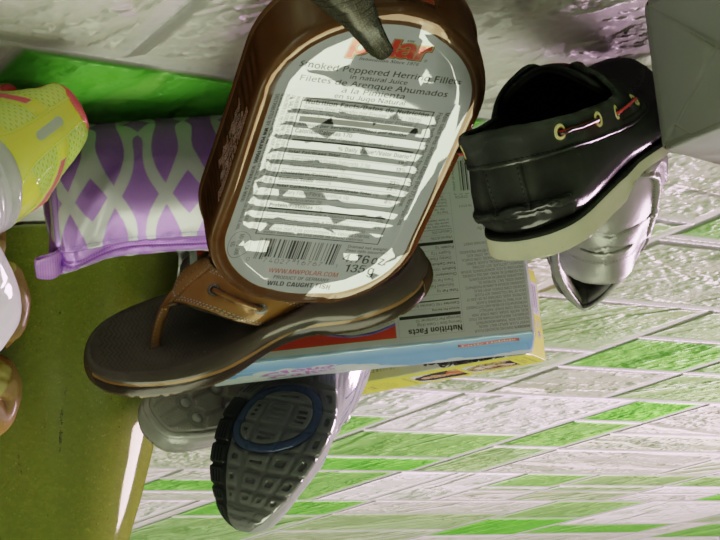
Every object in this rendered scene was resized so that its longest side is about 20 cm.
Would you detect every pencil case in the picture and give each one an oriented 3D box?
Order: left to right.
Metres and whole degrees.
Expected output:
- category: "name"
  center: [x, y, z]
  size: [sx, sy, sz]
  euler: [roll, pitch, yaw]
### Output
- category: "pencil case"
  center: [-0.074, -0.039, 0.905]
  size: [0.199, 0.086, 0.084]
  euler: [-3, 156, -7]

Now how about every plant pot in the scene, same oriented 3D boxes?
- category: "plant pot"
  center: [-0.209, 0.092, 1.118]
  size: [0.186, 0.201, 0.187]
  euler: [-4, 164, -1]

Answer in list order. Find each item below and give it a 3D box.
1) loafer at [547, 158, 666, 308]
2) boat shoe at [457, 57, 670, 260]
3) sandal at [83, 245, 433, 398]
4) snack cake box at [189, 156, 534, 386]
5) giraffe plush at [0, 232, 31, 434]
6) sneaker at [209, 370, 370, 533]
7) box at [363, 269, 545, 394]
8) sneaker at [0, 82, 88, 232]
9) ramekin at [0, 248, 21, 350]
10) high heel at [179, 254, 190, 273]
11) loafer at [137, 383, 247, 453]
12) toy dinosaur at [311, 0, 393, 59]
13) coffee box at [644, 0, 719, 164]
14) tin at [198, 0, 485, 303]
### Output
- category: "loafer"
  center: [0.148, -0.028, 1.017]
  size: [0.069, 0.070, 0.200]
  euler: [-6, 165, 1]
- category: "boat shoe"
  center: [0.102, -0.070, 0.797]
  size: [0.073, 0.063, 0.201]
  euler: [-10, -163, 28]
- category: "sandal"
  center: [-0.059, 0.013, 0.933]
  size: [0.199, 0.082, 0.055]
  euler: [-15, 124, 0]
- category: "snack cake box"
  center: [0.000, 0.000, 1.011]
  size: [0.199, 0.116, 0.067]
  euler: [-6, 167, 3]
- category: "giraffe plush"
  center: [-0.315, 0.030, 0.989]
  size: [0.161, 0.174, 0.200]
  euler: [11, -170, 36]
- category: "sneaker"
  center: [-0.028, 0.081, 1.073]
  size: [0.074, 0.201, 0.087]
  euler: [16, 154, 23]
- category: "box"
  center: [0.036, 0.048, 1.282]
  size: [0.199, 0.076, 0.050]
  euler: [-13, 165, 23]
- category: "sneaker"
  center: [-0.191, -0.052, 0.849]
  size: [0.090, 0.078, 0.200]
  euler: [-41, -160, -24]
- category: "ramekin"
  center: [-0.248, -0.009, 0.768]
  size: [0.098, 0.200, 0.200]
  euler: [-47, 180, -22]
- category: "high heel"
  center: [-0.076, 0.014, 1.185]
  size: [0.096, 0.068, 0.200]
  euler: [-24, 171, -22]
- category: "loafer"
  center: [-0.075, 0.084, 1.137]
  size: [0.199, 0.070, 0.070]
  euler: [-17, 153, -48]
- category: "toy dinosaur"
  center: [-0.014, -0.140, 0.626]
  size: [0.102, 0.077, 0.200]
  euler: [5, 170, 6]
- category: "coffee box"
  center: [0.247, -0.095, 0.821]
  size: [0.199, 0.080, 0.114]
  euler: [10, 159, -42]
- category: "tin"
  center: [-0.010, -0.058, 0.804]
  size: [0.111, 0.042, 0.200]
  euler: [2, 138, -21]
